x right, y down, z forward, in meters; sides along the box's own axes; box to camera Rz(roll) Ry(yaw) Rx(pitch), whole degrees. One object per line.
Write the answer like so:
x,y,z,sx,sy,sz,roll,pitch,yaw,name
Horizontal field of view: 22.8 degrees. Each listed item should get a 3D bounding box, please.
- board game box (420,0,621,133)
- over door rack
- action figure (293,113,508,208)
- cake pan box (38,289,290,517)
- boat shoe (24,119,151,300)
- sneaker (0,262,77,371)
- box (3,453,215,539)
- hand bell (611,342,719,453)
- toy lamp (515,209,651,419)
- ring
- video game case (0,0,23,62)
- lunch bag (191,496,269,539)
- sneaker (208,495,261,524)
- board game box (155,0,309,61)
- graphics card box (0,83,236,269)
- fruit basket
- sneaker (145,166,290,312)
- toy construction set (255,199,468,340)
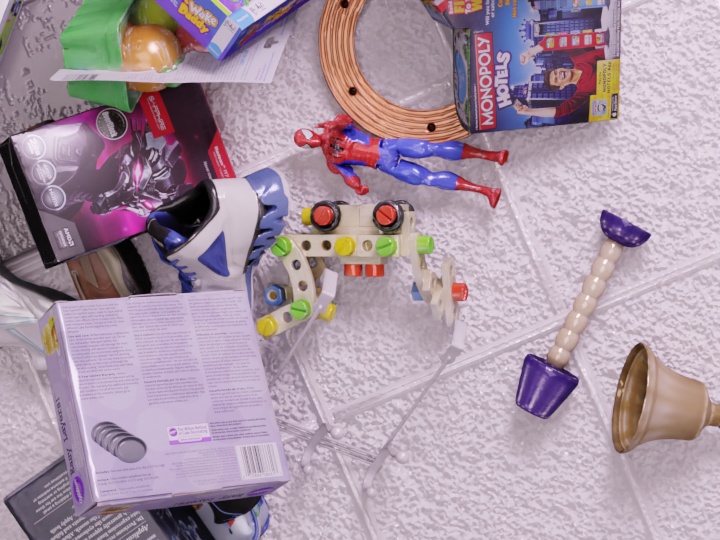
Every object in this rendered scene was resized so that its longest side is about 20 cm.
0.134,-0.231,1.611,0.199,0.062,0.200,-6,108,-15,board game box
-0.010,0.114,1.644,0.148,0.067,0.200,22,116,-14,over door rack
0.028,-0.100,1.638,0.200,0.099,0.065,13,107,11,action figure
-0.166,0.112,1.550,0.200,0.052,0.185,-4,71,-33,cake pan box
-0.275,-0.045,1.704,0.074,0.076,0.200,-27,89,11,boat shoe
-0.361,0.030,1.722,0.200,0.070,0.080,30,100,3,sneaker
-0.207,0.248,1.603,0.107,0.148,0.200,-35,89,3,box
0.343,0.138,1.646,0.200,0.104,0.104,12,96,-5,hand bell
0.204,0.044,1.662,0.058,0.058,0.200,29,96,4,toy lamp
0.059,-0.216,1.679,0.200,0.019,0.201,0,94,6,ring
-0.446,-0.228,1.725,0.200,0.045,0.182,23,95,5,video game case
-0.178,0.199,1.710,0.160,0.076,0.200,-24,90,6,lunch bag
-0.162,0.142,1.640,0.200,0.070,0.078,53,123,16,sneaker
-0.113,-0.282,1.608,0.134,0.200,0.045,43,131,2,board game box
-0.221,-0.093,1.656,0.200,0.051,0.126,-21,92,-25,graphics card box
-0.167,-0.201,1.635,0.200,0.185,0.094,5,119,3,fruit basket
-0.151,-0.012,1.645,0.115,0.081,0.200,2,123,-33,sneaker
0.000,0.000,1.663,0.200,0.092,0.131,0,92,6,toy construction set
